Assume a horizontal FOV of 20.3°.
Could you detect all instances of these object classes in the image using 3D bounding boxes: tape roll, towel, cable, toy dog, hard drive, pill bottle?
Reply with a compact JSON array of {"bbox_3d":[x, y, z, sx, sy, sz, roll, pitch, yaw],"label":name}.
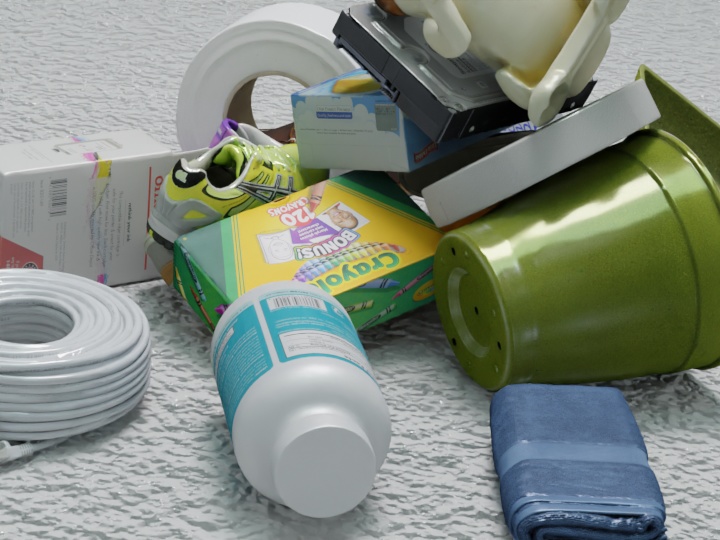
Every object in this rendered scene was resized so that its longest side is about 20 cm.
[{"bbox_3d":[-0.066,-0.140,1.846,0.202,0.203,0.071,12,24,15],"label":"tape roll"},{"bbox_3d":[0.150,0.144,1.418,0.111,0.049,0.200,4,24,-3],"label":"towel"},{"bbox_3d":[0.145,-0.094,1.623,0.202,0.037,0.203,-26,2,1],"label":"tape roll"},{"bbox_3d":[-0.255,0.060,1.495,0.200,0.069,0.200,-16,31,-40],"label":"cable"},{"bbox_3d":[0.104,-0.225,1.585,0.200,0.140,0.194,33,13,10],"label":"toy dog"},{"bbox_3d":[0.088,-0.175,1.660,0.200,0.038,0.140,-17,54,-45],"label":"hard drive"},{"bbox_3d":[-0.041,0.094,1.412,0.110,0.111,0.200,1,23,-11],"label":"pill bottle"}]

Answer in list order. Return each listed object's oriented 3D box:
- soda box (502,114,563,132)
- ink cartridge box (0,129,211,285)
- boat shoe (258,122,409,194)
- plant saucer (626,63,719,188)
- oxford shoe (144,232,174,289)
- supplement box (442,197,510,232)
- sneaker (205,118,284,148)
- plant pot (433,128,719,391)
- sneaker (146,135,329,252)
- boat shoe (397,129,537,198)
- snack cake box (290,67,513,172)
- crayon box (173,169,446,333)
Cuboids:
[{"bbox_3d":[0.131,-0.119,1.912,0.200,0.063,0.068,5,58,-54],"label":"soda box"},{"bbox_3d":[-0.227,-0.050,1.704,0.199,0.117,0.067,-9,27,-34],"label":"ink cartridge box"},{"bbox_3d":[-0.037,-0.125,1.986,0.199,0.071,0.070,7,24,6],"label":"boat shoe"},{"bbox_3d":[0.301,-0.054,1.768,0.200,0.048,0.200,33,39,-28],"label":"plant saucer"},{"bbox_3d":[-0.091,-0.009,1.720,0.199,0.075,0.058,-1,62,-34],"label":"oxford shoe"},{"bbox_3d":[0.188,-0.044,1.838,0.199,0.074,0.126,-9,27,-31],"label":"supplement box"},{"bbox_3d":[-0.151,-0.087,1.813,0.200,0.115,0.073,5,24,1],"label":"sneaker"},{"bbox_3d":[0.168,0.008,1.590,0.192,0.201,0.200,-16,29,-21],"label":"plant pot"},{"bbox_3d":[-0.089,-0.073,1.672,0.075,0.077,0.200,36,37,22],"label":"sneaker"},{"bbox_3d":[0.134,-0.100,1.771,0.199,0.073,0.063,1,30,14],"label":"boat shoe"},{"bbox_3d":[0.047,-0.141,1.724,0.115,0.067,0.200,3,19,35],"label":"snack cake box"},{"bbox_3d":[-0.037,-0.003,1.625,0.200,0.058,0.119,-22,51,-28],"label":"crayon box"}]
